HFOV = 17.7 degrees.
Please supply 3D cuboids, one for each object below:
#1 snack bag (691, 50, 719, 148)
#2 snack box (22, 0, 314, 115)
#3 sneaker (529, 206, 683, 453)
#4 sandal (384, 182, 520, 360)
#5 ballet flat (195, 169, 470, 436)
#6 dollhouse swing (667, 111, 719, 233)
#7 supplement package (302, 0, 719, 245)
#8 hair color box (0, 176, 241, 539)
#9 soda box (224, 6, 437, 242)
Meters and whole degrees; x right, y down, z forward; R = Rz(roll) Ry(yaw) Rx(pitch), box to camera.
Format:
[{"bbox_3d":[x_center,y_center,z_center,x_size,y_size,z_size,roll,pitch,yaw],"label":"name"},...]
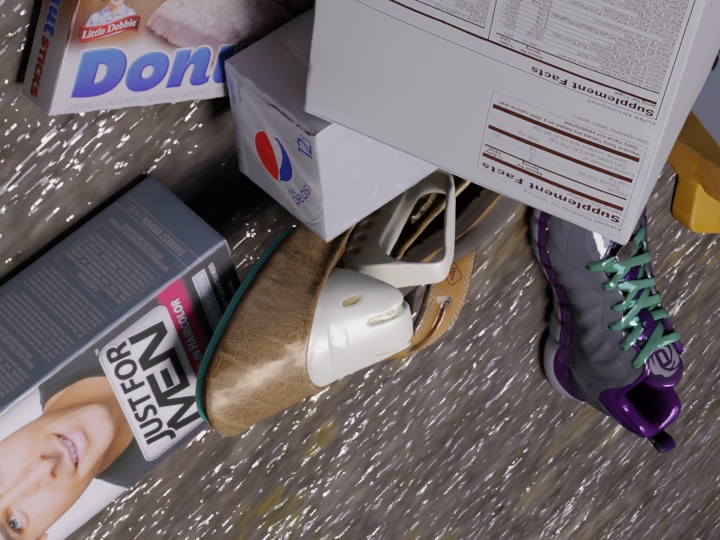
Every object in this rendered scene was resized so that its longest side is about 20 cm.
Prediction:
[{"bbox_3d":[0.178,-0.167,1.039,0.021,0.200,0.189,14,113,-21],"label":"snack bag"},{"bbox_3d":[-0.050,-0.110,0.973,0.200,0.024,0.072,-11,130,-43],"label":"snack box"},{"bbox_3d":[0.146,0.011,1.242,0.074,0.088,0.200,-35,142,-21],"label":"sneaker"},{"bbox_3d":[0.024,0.007,1.108,0.200,0.082,0.055,-38,108,-28],"label":"sandal"},{"bbox_3d":[0.000,0.000,1.020,0.200,0.072,0.068,-57,151,-42],"label":"ballet flat"},{"bbox_3d":[0.226,-0.011,1.211,0.176,0.200,0.182,-25,138,-33],"label":"dollhouse swing"},{"bbox_3d":[0.085,-0.159,0.880,0.200,0.147,0.191,99,16,-57],"label":"supplement package"},{"bbox_3d":[-0.140,0.061,0.998,0.200,0.061,0.099,-38,143,-16],"label":"hair color box"},{"bbox_3d":[0.038,-0.100,1.003,0.200,0.063,0.068,-35,144,-23],"label":"soda box"}]
